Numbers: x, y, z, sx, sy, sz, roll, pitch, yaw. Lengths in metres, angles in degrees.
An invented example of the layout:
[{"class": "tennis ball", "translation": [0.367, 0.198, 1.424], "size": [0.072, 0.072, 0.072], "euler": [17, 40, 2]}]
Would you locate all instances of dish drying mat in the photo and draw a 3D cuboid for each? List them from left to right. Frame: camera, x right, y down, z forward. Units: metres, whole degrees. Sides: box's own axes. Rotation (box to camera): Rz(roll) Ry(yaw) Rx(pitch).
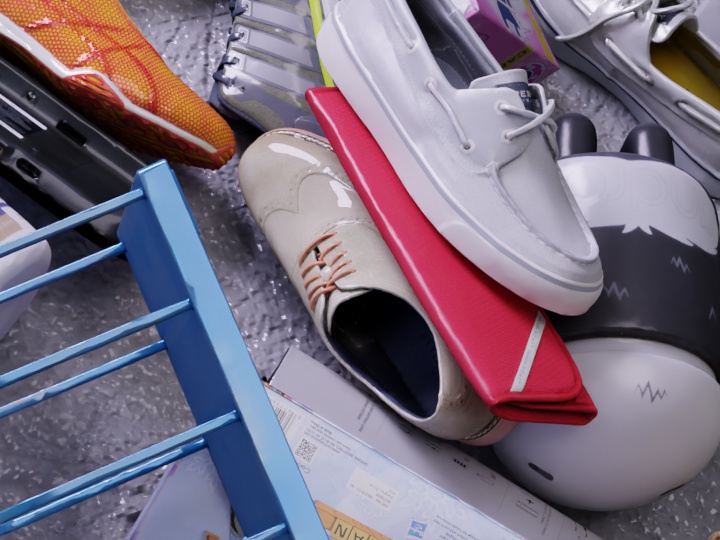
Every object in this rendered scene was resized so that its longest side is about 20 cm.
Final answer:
[{"class": "dish drying mat", "translation": [0.043, -0.011, 1.049], "size": [0.077, 0.018, 0.200], "euler": [5, 45, -42]}]

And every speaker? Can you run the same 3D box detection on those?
[{"class": "speaker", "translation": [0.028, 0.118, 1.053], "size": [0.200, 0.081, 0.081], "euler": [32, 56, -2]}]

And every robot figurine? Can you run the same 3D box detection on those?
[{"class": "robot figurine", "translation": [0.121, 0.022, 1.119], "size": [0.125, 0.150, 0.201], "euler": [42, 41, -48]}]

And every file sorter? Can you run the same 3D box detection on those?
[{"class": "file sorter", "translation": [-0.098, 0.081, 0.887], "size": [0.122, 0.139, 0.201], "euler": [-22, 85, -13]}]

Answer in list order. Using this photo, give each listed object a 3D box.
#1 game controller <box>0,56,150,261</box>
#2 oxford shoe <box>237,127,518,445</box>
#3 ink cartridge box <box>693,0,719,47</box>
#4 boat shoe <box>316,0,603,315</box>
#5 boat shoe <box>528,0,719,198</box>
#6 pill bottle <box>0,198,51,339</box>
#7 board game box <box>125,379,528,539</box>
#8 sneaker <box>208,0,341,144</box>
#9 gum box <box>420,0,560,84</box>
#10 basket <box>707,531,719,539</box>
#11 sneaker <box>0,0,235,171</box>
[{"class": "game controller", "translation": [-0.173, -0.069, 1.077], "size": [0.200, 0.042, 0.104], "euler": [35, 20, 1]}, {"class": "oxford shoe", "translation": [0.000, 0.000, 1.062], "size": [0.200, 0.071, 0.074], "euler": [46, 19, 26]}, {"class": "ink cartridge box", "translation": [0.316, -0.135, 1.301], "size": [0.199, 0.084, 0.145], "euler": [-22, 73, -28]}, {"class": "boat shoe", "translation": [0.058, -0.069, 1.055], "size": [0.072, 0.069, 0.200], "euler": [-1, 48, -45]}, {"class": "boat shoe", "translation": [0.163, -0.134, 1.240], "size": [0.075, 0.086, 0.202], "euler": [-35, 79, -32]}, {"class": "pill bottle", "translation": [-0.248, -0.033, 1.011], "size": [0.200, 0.111, 0.111], "euler": [41, 56, 4]}, {"class": "board game box", "translation": [-0.024, 0.176, 0.979], "size": [0.200, 0.041, 0.200], "euler": [31, 80, -2]}, {"class": "sneaker", "translation": [-0.047, -0.117, 1.149], "size": [0.081, 0.074, 0.201], "euler": [-22, 79, -9]}, {"class": "gum box", "translation": [0.023, -0.190, 1.195], "size": [0.113, 0.066, 0.201], "euler": [22, 43, -62]}, {"class": "basket", "translation": [0.189, 0.227, 0.984], "size": [0.200, 0.149, 0.143], "euler": [-46, 116, -34]}, {"class": "sneaker", "translation": [-0.140, -0.123, 1.118], "size": [0.200, 0.073, 0.077], "euler": [37, 76, 0]}]
